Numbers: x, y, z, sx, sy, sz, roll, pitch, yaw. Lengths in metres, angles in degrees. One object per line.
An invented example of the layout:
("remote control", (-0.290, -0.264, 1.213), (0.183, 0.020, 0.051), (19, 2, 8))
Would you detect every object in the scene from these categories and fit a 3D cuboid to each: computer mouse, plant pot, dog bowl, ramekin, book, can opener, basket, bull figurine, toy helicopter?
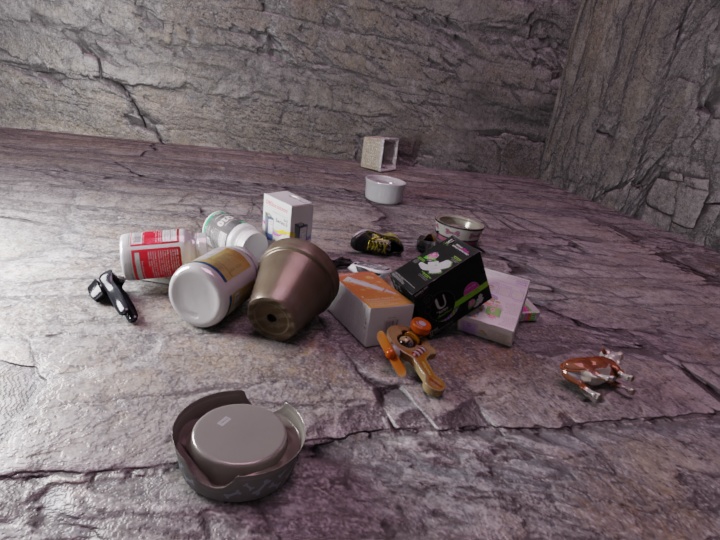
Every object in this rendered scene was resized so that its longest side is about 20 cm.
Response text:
("computer mouse", (0.000, 0.000, 1.600), (0.197, 0.045, 0.109), (14, 16, 29))
("plant pot", (-0.167, 0.055, 1.211), (0.196, 0.203, 0.174), (14, 37, 13))
("dog bowl", (-0.183, 0.262, 0.813), (0.196, 0.060, 0.201), (8, 20, -3))
("ramekin", (0.114, -0.384, 2.563), (0.196, 0.100, 0.201), (8, 21, -3))
("book", (0.381, 0.098, 1.499), (0.196, 0.049, 0.134), (0, 26, -21))
("dog bowl", (0.385, -0.159, 2.125), (0.196, 0.075, 0.201), (8, 20, -3))
("can opener", (-0.543, 0.062, 1.206), (0.199, 0.079, 0.063), (31, -9, 39))
("basket", (0.118, -0.723, 3.304), (0.159, 0.204, 0.197), (18, 22, 29))
("bull figurine", (0.535, 0.226, 1.195), (0.197, 0.066, 0.121), (-3, 21, -28))
("toy helicopter", (0.111, 0.184, 1.126), (0.130, 0.080, 0.201), (5, 33, -29))

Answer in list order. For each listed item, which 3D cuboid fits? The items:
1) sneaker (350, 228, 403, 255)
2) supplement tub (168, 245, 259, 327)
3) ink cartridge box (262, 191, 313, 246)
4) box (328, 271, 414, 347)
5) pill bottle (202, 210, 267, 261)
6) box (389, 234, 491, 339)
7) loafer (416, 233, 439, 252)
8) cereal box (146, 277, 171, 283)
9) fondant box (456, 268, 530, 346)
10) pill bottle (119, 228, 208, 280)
("sneaker", (0.062, -0.092, 1.813), (0.197, 0.076, 0.085), (-2, 24, -27))
("supplement tub", (-0.327, 0.029, 1.238), (0.142, 0.147, 0.200), (13, 21, 12))
("ink cartridge box", (-0.217, -0.116, 1.578), (0.087, 0.204, 0.144), (-12, 29, -43))
("box", (0.020, 0.087, 1.297), (0.122, 0.099, 0.200), (-4, 24, -31))
("pill bottle", (-0.369, -0.095, 1.587), (0.198, 0.115, 0.112), (25, 26, 37))
("box", (0.198, 0.038, 1.322), (0.198, 0.150, 0.124), (-31, 32, -10))
("loafer", (0.247, -0.095, 1.901), (0.071, 0.074, 0.200), (3, 21, -12))
("cereal box", (-0.472, -0.007, 1.416), (0.196, 0.040, 0.144), (9, 23, -1))
("fondant box", (0.346, 0.088, 1.393), (0.142, 0.059, 0.201), (16, 43, 19))
("pill bottle", (-0.472, -0.041, 1.310), (0.196, 0.114, 0.112), (-6, 24, -15))
